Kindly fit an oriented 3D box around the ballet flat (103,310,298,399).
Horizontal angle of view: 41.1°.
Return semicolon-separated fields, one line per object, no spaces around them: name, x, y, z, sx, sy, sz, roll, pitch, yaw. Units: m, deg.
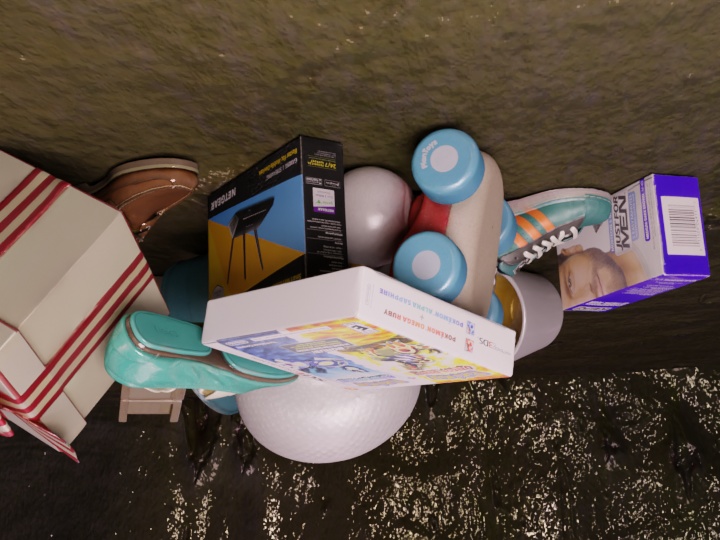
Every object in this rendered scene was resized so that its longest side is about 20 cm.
ballet flat;-0.142;0.080;0.851;0.199;0.068;0.070;15;130;-46

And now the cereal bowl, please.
cereal bowl;-0.038;0.090;0.987;0.198;0.201;0.084;-4;138;4

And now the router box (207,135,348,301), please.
router box;-0.083;-0.023;0.910;0.051;0.151;0.199;5;165;-32

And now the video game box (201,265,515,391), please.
video game box;-0.003;0.056;0.803;0.181;0.047;0.199;20;158;-39

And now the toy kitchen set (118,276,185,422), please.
toy kitchen set;-0.229;0.074;1.257;0.161;0.202;0.181;2;151;-15

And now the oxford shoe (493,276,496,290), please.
oxford shoe;0.087;0.016;1.289;0.198;0.076;0.070;-9;168;30

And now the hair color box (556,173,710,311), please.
hair color box;0.297;-0.025;1.076;0.064;0.111;0.200;2;166;-18

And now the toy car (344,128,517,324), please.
toy car;0.028;-0.030;0.903;0.198;0.179;0.184;6;166;23

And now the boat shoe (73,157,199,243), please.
boat shoe;-0.223;-0.055;0.923;0.199;0.069;0.072;-14;163;42

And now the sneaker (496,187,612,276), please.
sneaker;0.181;-0.035;1.055;0.198;0.081;0.071;-11;165;10

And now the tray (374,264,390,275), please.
tray;0.000;0.000;1.020;0.106;0.022;0.200;-2;-161;20

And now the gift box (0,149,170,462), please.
gift box;-0.288;0.043;0.830;0.183;0.187;0.201;23;150;26

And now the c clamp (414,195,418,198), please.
c clamp;0.020;-0.054;1.095;0.169;0.027;0.200;-14;163;22

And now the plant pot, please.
plant pot;-0.110;0.047;1.167;0.187;0.202;0.200;-23;162;16

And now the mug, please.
mug;0.210;0.050;1.412;0.152;0.187;0.150;-2;138;-47
